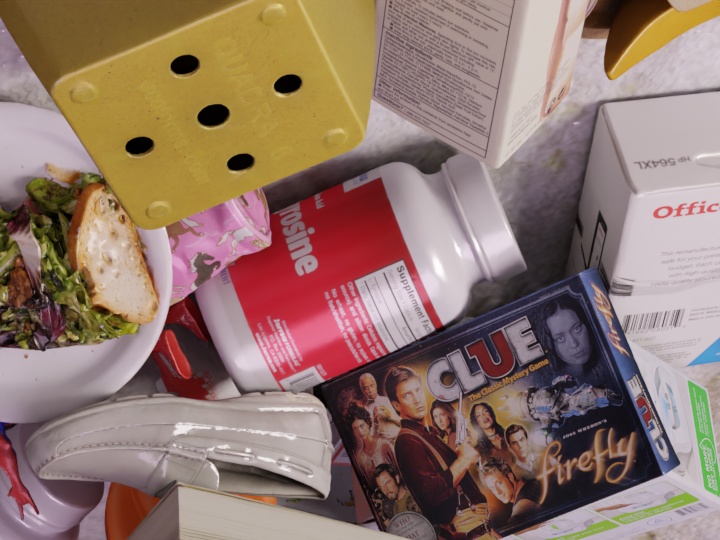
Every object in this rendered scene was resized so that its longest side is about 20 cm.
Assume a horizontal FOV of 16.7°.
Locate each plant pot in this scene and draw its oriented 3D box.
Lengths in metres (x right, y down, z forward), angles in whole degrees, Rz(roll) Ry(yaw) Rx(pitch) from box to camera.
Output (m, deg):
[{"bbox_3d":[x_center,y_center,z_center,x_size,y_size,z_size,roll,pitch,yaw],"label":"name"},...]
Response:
[{"bbox_3d":[-0.096,-0.144,1.304,0.199,0.177,0.200,-21,142,6],"label":"plant pot"}]

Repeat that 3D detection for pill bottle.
[{"bbox_3d":[0.000,0.000,1.569,0.199,0.113,0.113,-23,142,4],"label":"pill bottle"},{"bbox_3d":[-0.270,0.185,1.697,0.200,0.110,0.109,-39,137,26],"label":"pill bottle"}]

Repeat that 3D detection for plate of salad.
[{"bbox_3d":[-0.212,0.000,1.465,0.198,0.048,0.202,2,108,5],"label":"plate of salad"}]

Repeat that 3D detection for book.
[{"bbox_3d":[-0.055,0.200,1.547,0.199,0.048,0.134,14,144,-26],"label":"book"}]

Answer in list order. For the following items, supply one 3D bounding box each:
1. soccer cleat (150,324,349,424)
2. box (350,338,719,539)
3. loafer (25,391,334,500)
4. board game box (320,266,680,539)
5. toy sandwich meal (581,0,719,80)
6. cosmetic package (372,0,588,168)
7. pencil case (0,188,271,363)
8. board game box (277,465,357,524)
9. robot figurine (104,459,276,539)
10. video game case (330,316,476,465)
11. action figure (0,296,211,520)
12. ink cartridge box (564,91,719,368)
[{"bbox_3d":[-0.075,0.067,1.667,0.085,0.069,0.200,-34,143,14],"label":"soccer cleat"},{"bbox_3d":[0.119,0.128,1.673,0.199,0.097,0.176,-21,150,29],"label":"box"},{"bbox_3d":[-0.108,0.116,1.514,0.198,0.070,0.070,-2,157,-23],"label":"loafer"},{"bbox_3d":[0.086,0.098,1.556,0.199,0.136,0.035,-25,177,26],"label":"board game box"},{"bbox_3d":[0.177,-0.193,1.436,0.203,0.071,0.206,-11,142,-9],"label":"toy sandwich meal"},{"bbox_3d":[0.072,-0.169,1.381,0.087,0.103,0.201,-46,159,-34],"label":"cosmetic package"},{"bbox_3d":[-0.150,-0.013,1.521,0.199,0.083,0.087,-27,139,14],"label":"pencil case"},{"bbox_3d":[-0.024,0.209,1.848,0.199,0.065,0.148,12,135,-30],"label":"board game box"},{"bbox_3d":[-0.117,0.167,1.652,0.116,0.145,0.200,27,168,-1],"label":"robot figurine"},{"bbox_3d":[0.079,0.091,1.755,0.199,0.018,0.143,7,131,-41],"label":"video game case"},{"bbox_3d":[-0.180,0.092,1.587,0.199,0.065,0.100,-15,115,27],"label":"action figure"},{"bbox_3d":[0.224,-0.025,1.649,0.145,0.085,0.201,-7,142,-11],"label":"ink cartridge box"}]
